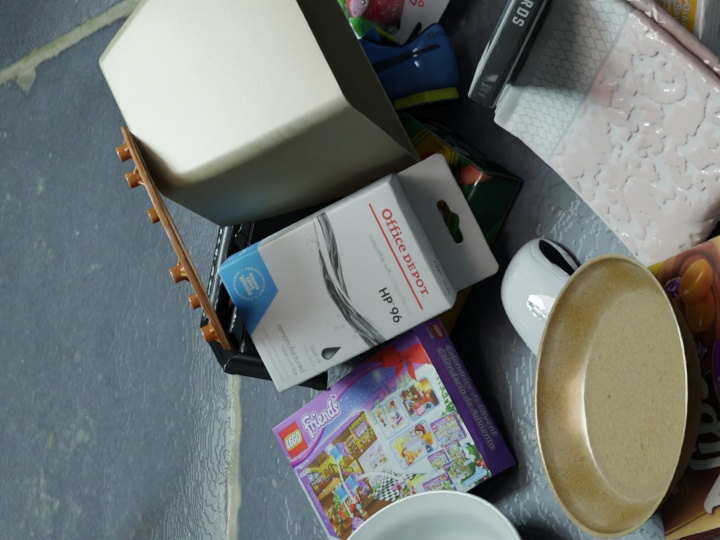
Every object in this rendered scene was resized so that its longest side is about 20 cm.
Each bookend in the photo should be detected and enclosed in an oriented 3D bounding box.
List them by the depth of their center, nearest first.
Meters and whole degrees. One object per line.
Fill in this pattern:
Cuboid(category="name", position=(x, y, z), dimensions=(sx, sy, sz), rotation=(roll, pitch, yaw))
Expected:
Cuboid(category="bookend", position=(-0.069, -0.017, 1.616), dimensions=(0.200, 0.091, 0.200), rotation=(-137, 58, -75))

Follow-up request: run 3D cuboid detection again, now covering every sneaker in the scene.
Cuboid(category="sneaker", position=(0.000, -0.170, 1.626), dimensions=(0.199, 0.066, 0.079), rotation=(-10, 93, 35))

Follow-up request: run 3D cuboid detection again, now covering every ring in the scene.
Cuboid(category="ring", position=(-0.155, -0.024, 1.494), dimensions=(0.019, 0.201, 0.201), rotation=(-25, 52, -3))

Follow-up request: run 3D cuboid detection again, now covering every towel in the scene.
Cuboid(category="towel", position=(0.191, -0.106, 1.308), dimensions=(0.191, 0.032, 0.200), rotation=(44, 150, 11))

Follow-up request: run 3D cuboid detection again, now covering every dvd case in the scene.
Cuboid(category="dvd case", position=(0.133, -0.219, 1.304), dimensions=(0.150, 0.025, 0.201), rotation=(-65, 0, -75))

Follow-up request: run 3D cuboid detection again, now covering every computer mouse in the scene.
Cuboid(category="computer mouse", position=(0.159, 0.047, 1.427), dimensions=(0.200, 0.044, 0.110), rotation=(51, 121, 44))

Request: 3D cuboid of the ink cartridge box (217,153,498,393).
Cuboid(category="ink cartridge box", position=(0.000, 0.000, 1.481), dimensions=(0.199, 0.068, 0.117), rotation=(-27, 95, 9))

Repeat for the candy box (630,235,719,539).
Cuboid(category="candy box", position=(0.258, 0.084, 1.287), dimensions=(0.116, 0.056, 0.202), rotation=(-26, 61, 47))

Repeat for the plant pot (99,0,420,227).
Cuboid(category="plant pot", position=(-0.093, -0.148, 1.501), dimensions=(0.176, 0.200, 0.201), rotation=(-30, 71, 11))

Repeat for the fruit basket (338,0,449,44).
Cuboid(category="fruit basket", position=(-0.003, -0.269, 1.656), dimensions=(0.201, 0.093, 0.186), rotation=(58, 136, 29))

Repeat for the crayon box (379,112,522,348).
Cuboid(category="crayon box", position=(0.047, -0.018, 1.574), dimensions=(0.127, 0.051, 0.201), rotation=(41, 113, 47))

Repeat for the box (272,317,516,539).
Cuboid(category="box", position=(0.025, 0.147, 1.537), dimensions=(0.200, 0.039, 0.138), rotation=(-37, 76, 40))

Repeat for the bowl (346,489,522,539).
Cuboid(category="bowl", position=(0.064, 0.281, 1.428), dimensions=(0.200, 0.090, 0.202), rotation=(-21, 49, 26))

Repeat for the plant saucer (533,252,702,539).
Cuboid(category="plant saucer", position=(0.188, 0.089, 1.304), dimensions=(0.200, 0.035, 0.202), rotation=(-176, 90, -65))

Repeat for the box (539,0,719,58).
Cuboid(category="box", position=(0.214, -0.184, 1.367), dimensions=(0.199, 0.101, 0.113), rotation=(5, 86, 51))
